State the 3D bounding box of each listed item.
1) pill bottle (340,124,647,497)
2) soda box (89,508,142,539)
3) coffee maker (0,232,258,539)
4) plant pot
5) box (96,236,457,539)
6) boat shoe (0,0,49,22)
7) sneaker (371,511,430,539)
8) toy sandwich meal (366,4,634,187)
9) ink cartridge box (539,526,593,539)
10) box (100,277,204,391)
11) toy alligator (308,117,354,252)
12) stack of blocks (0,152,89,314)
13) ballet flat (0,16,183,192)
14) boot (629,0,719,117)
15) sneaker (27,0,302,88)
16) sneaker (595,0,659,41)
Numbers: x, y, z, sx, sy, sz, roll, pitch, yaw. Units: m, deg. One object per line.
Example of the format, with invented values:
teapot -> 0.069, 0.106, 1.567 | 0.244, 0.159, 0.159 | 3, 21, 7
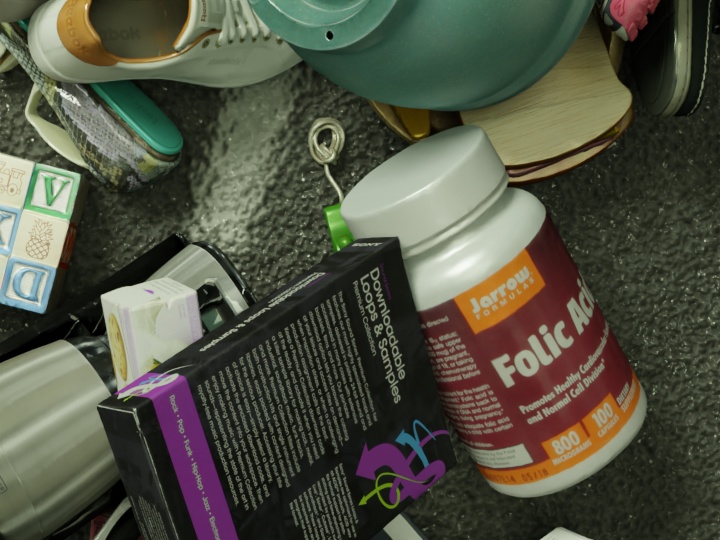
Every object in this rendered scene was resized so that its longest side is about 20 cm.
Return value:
pill bottle -> 0.078, 0.023, 0.809 | 0.114, 0.114, 0.201 | -33, 108, -5
soda box -> -0.067, 0.186, 0.789 | 0.199, 0.063, 0.071 | 5, 89, 33
coffee maker -> -0.164, 0.072, 0.793 | 0.199, 0.192, 0.136 | -32, 116, -25
plant pot -> 0.014, -0.181, 0.737 | 0.199, 0.134, 0.202 | 9, 106, 35
box -> -0.033, 0.086, 0.706 | 0.200, 0.036, 0.144 | -32, 115, -41
boat shoe -> -0.181, -0.228, 0.802 | 0.093, 0.075, 0.200 | 39, 51, 1
sneaker -> -0.024, 0.199, 0.838 | 0.146, 0.077, 0.202 | -43, 95, -7
toy sandwich meal -> 0.083, -0.152, 0.853 | 0.203, 0.070, 0.207 | 0, 90, -6
ink cartridge box -> 0.087, 0.282, 0.820 | 0.199, 0.045, 0.177 | -30, 107, -21
box -> -0.093, 0.105, 0.705 | 0.038, 0.041, 0.202 | -15, 109, -27
toy alligator -> 0.000, 0.000, 0.853 | 0.059, 0.054, 0.202 | -14, 91, -6
stack of blocks -> -0.269, -0.054, 0.825 | 0.198, 0.059, 0.116 | 15, 88, -5
ballet flat -> -0.193, -0.127, 0.832 | 0.072, 0.072, 0.201 | -38, 93, -4
boot -> 0.250, -0.176, 0.847 | 0.152, 0.074, 0.205 | 12, 64, -8
sneaker -> -0.087, -0.144, 0.801 | 0.199, 0.084, 0.073 | -16, 96, -33
sneaker -> 0.144, -0.212, 0.817 | 0.074, 0.201, 0.081 | 15, 133, -14
